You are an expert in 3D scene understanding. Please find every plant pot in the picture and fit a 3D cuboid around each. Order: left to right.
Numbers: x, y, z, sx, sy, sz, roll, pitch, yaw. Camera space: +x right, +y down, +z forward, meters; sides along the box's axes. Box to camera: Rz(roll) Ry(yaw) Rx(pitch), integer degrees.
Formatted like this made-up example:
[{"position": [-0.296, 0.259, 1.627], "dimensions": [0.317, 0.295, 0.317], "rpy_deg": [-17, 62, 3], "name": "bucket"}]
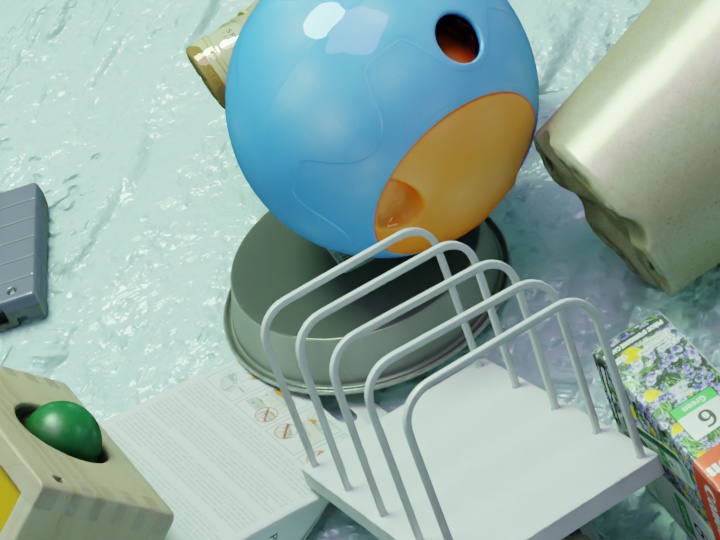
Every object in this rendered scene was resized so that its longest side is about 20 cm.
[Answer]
[{"position": [0.217, -0.092, 1.412], "dimensions": [0.183, 0.201, 0.200], "rpy_deg": [-42, 43, -2], "name": "plant pot"}]

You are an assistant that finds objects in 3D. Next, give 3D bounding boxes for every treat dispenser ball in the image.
[{"position": [0.014, -0.108, 1.431], "dimensions": [0.199, 0.202, 0.202], "rpy_deg": [-13, 43, 12], "name": "treat dispenser ball"}]

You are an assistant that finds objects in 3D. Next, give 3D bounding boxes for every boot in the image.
[{"position": [-0.036, -0.173, 1.601], "dimensions": [0.155, 0.200, 0.073], "rpy_deg": [-36, 85, 6], "name": "boot"}]

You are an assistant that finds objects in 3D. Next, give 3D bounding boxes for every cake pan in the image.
[{"position": [0.000, 0.000, 1.500], "dimensions": [0.198, 0.037, 0.201], "rpy_deg": [-11, 40, 9], "name": "cake pan"}]

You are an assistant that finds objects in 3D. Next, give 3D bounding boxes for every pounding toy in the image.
[{"position": [-0.228, 0.131, 1.342], "dimensions": [0.184, 0.142, 0.201], "rpy_deg": [41, 107, 46], "name": "pounding toy"}]

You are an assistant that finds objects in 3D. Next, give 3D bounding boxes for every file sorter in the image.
[{"position": [0.048, 0.069, 1.288], "dimensions": [0.138, 0.125, 0.200], "rpy_deg": [-29, 24, -18], "name": "file sorter"}]

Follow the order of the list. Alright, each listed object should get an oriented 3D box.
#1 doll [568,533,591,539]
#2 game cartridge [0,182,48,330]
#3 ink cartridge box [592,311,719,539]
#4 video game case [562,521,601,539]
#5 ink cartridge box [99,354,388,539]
[{"position": [0.120, 0.200, 1.216], "dimensions": [0.198, 0.049, 0.137], "rpy_deg": [-14, 51, 21], "name": "doll"}, {"position": [-0.325, 0.009, 1.662], "dimensions": [0.198, 0.039, 0.130], "rpy_deg": [-17, 46, 8], "name": "game cartridge"}, {"position": [0.206, 0.122, 1.237], "dimensions": [0.050, 0.109, 0.200], "rpy_deg": [-30, 42, -7], "name": "ink cartridge box"}, {"position": [0.063, 0.230, 1.262], "dimensions": [0.199, 0.018, 0.144], "rpy_deg": [-24, 41, 0], "name": "video game case"}, {"position": [-0.082, 0.129, 1.429], "dimensions": [0.199, 0.048, 0.160], "rpy_deg": [-25, 38, -26], "name": "ink cartridge box"}]
